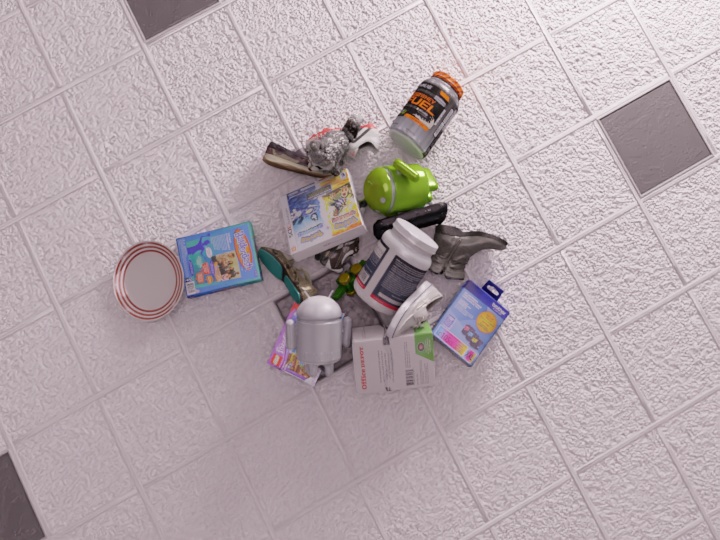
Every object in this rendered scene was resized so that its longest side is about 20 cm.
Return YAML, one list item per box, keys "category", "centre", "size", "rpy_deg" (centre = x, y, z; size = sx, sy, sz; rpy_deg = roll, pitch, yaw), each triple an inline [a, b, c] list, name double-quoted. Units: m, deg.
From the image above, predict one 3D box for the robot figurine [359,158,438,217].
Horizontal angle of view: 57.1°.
- category: "robot figurine"
  centre: [0.094, -0.205, 1.661]
  size: [0.195, 0.177, 0.118]
  rpy_deg: [-8, 58, -24]

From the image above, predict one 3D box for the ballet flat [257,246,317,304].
- category: "ballet flat"
  centre: [-0.178, 0.005, 1.671]
  size: [0.074, 0.069, 0.200]
  rpy_deg: [-26, 59, -33]

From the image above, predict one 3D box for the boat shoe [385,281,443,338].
- category: "boat shoe"
  centre: [0.133, 0.104, 1.588]
  size: [0.065, 0.073, 0.200]
  rpy_deg: [33, 43, 15]

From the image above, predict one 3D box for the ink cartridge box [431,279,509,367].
- category: "ink cartridge box"
  centre: [0.280, 0.120, 1.666]
  size: [0.135, 0.076, 0.202]
  rpy_deg: [37, 83, 3]

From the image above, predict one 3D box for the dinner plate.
- category: "dinner plate"
  centre: [-0.536, 0.027, 1.682]
  size: [0.195, 0.024, 0.206]
  rpy_deg: [0, 88, 9]

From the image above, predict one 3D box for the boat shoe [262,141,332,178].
- category: "boat shoe"
  centre: [-0.155, -0.285, 1.708]
  size: [0.195, 0.072, 0.066]
  rpy_deg: [14, 89, 7]

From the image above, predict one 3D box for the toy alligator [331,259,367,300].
- category: "toy alligator"
  centre: [0.000, 0.000, 1.689]
  size: [0.199, 0.060, 0.054]
  rpy_deg: [-39, 45, -4]

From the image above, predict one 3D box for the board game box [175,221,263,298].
- category: "board game box"
  centre: [-0.358, -0.027, 1.690]
  size: [0.195, 0.045, 0.156]
  rpy_deg: [-12, 84, -1]

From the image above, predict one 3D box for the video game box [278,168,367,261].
- category: "video game box"
  centre: [-0.097, -0.139, 1.653]
  size: [0.196, 0.047, 0.186]
  rpy_deg: [-22, 60, 8]

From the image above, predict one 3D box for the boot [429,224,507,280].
- category: "boot"
  centre: [0.270, -0.036, 1.693]
  size: [0.195, 0.068, 0.134]
  rpy_deg: [10, 88, 8]

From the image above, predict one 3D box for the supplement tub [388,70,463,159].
- category: "supplement tub"
  centre: [0.171, -0.400, 1.696]
  size: [0.121, 0.123, 0.202]
  rpy_deg: [35, 84, 3]

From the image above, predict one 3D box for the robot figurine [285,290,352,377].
- category: "robot figurine"
  centre: [-0.099, 0.150, 1.589]
  size: [0.165, 0.113, 0.206]
  rpy_deg: [-3, 97, -22]

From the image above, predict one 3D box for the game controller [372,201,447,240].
- category: "game controller"
  centre: [0.127, -0.124, 1.674]
  size: [0.195, 0.104, 0.043]
  rpy_deg: [-16, 80, -2]

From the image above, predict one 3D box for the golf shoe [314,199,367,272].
- category: "golf shoe"
  centre: [-0.032, -0.088, 1.695]
  size: [0.094, 0.078, 0.202]
  rpy_deg: [39, 82, -19]

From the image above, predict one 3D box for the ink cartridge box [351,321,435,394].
- category: "ink cartridge box"
  centre: [0.079, 0.211, 1.623]
  size: [0.194, 0.084, 0.149]
  rpy_deg: [-6, 110, -1]

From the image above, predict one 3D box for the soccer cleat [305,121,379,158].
- category: "soccer cleat"
  centre: [-0.044, -0.328, 1.713]
  size: [0.195, 0.069, 0.087]
  rpy_deg: [-10, 73, -6]

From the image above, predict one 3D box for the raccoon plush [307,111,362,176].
- category: "raccoon plush"
  centre: [-0.069, -0.324, 1.613]
  size: [0.095, 0.134, 0.204]
  rpy_deg: [22, 83, 3]

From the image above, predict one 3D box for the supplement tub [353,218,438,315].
- category: "supplement tub"
  centre: [0.085, -0.007, 1.603]
  size: [0.139, 0.140, 0.202]
  rpy_deg: [34, 104, 3]

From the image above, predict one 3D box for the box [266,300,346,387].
- category: "box"
  centre: [-0.134, 0.171, 1.673]
  size: [0.134, 0.039, 0.204]
  rpy_deg: [25, 84, 2]
